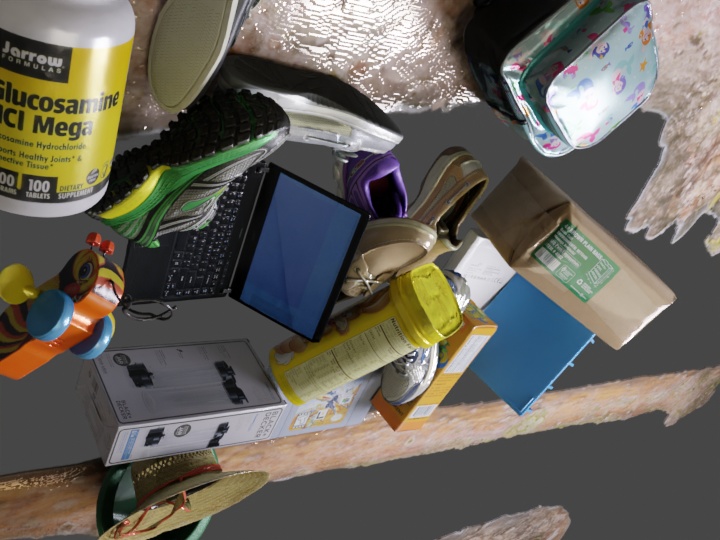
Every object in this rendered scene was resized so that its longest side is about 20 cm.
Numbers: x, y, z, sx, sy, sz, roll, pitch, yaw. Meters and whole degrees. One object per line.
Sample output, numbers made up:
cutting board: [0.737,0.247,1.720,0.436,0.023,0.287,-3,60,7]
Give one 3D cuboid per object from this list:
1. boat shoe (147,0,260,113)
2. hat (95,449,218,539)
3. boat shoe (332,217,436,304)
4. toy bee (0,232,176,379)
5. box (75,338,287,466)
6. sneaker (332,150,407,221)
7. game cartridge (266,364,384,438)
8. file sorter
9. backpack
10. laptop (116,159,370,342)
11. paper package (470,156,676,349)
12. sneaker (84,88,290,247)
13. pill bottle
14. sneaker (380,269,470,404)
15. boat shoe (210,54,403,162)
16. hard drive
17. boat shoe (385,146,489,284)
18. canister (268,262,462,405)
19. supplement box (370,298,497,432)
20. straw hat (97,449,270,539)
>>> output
boat shoe: [-0.109,-0.212,0.638,0.068,0.072,0.200,-19,147,-57]
hat: [-0.300,0.282,1.018,0.166,0.175,0.201,41,65,-37]
boat shoe: [0.000,0.000,0.860,0.199,0.065,0.072,-20,141,40]
toy bee: [-0.259,0.026,0.744,0.199,0.109,0.131,-9,148,2]
box: [-0.196,0.140,0.880,0.199,0.117,0.060,-2,129,-39]
sneaker: [0.013,-0.057,0.882,0.080,0.084,0.201,-26,141,-17]
game cartridge: [-0.051,0.166,1.092,0.199,0.042,0.134,-1,133,-38]
file sorter: [0.260,0.094,1.174,0.200,0.139,0.123,-49,158,6]
backpack: [0.221,-0.218,0.848,0.177,0.151,0.200,-41,147,0]
laptop: [-0.121,-0.011,0.800,0.199,0.103,0.178,-4,130,-37]
paper package: [0.258,-0.023,0.985,0.200,0.191,0.104,37,104,-21]
sneaker: [-0.142,-0.088,0.698,0.199,0.078,0.085,-25,139,22]
pill bottle: [-0.225,-0.148,0.569,0.112,0.113,0.201,-6,131,-36]
sneaker: [0.064,0.087,1.044,0.085,0.077,0.201,3,115,-51]
boat shoe: [-0.049,-0.145,0.755,0.201,0.075,0.065,6,130,-38]
hard drive: [0.147,0.035,1.130,0.131,0.026,0.200,9,122,-44]
boat shoe: [0.089,-0.047,0.957,0.071,0.076,0.201,-6,134,-39]
canister: [0.007,0.076,0.936,0.199,0.087,0.148,-29,177,19]
supplement box: [0.101,0.132,1.108,0.069,0.067,0.200,10,121,-51]
straw hat: [-0.210,0.231,0.900,0.200,0.085,0.201,-22,157,-10]
